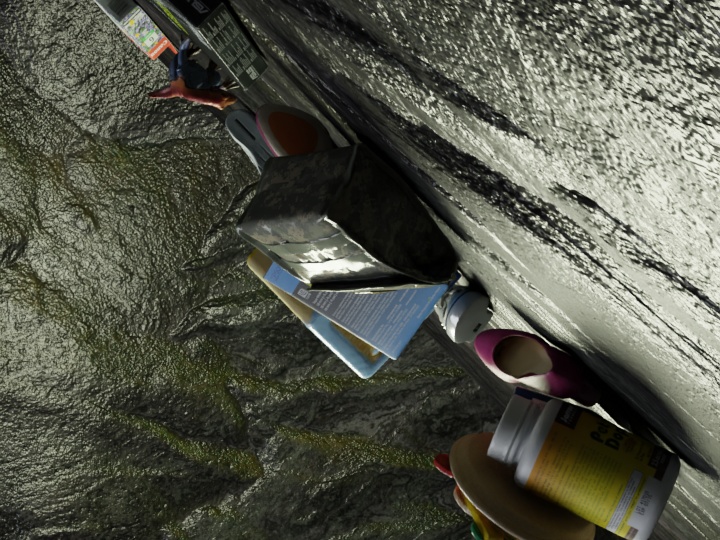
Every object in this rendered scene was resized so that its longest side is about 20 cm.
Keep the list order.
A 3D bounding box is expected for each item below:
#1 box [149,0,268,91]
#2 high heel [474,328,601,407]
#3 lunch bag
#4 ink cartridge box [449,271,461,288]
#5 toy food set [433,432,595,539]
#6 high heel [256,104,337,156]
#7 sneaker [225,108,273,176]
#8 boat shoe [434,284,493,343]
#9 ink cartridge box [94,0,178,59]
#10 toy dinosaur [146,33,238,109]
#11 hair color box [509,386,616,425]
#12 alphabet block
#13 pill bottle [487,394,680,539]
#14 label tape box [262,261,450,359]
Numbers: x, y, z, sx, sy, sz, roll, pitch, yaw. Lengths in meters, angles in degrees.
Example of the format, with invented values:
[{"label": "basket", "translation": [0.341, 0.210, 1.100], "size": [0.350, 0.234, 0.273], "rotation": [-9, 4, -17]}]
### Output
[{"label": "box", "translation": [-0.203, -0.305, 1.596], "size": [0.193, 0.048, 0.200], "rotation": [46, 179, 15]}, {"label": "high heel", "translation": [0.186, 0.101, 1.668], "size": [0.096, 0.067, 0.200], "rotation": [33, -179, -42]}, {"label": "lunch bag", "translation": [-0.008, -0.037, 1.576], "size": [0.164, 0.118, 0.200], "rotation": [-3, 146, 48]}, {"label": "ink cartridge box", "translation": [0.028, -0.042, 1.886], "size": [0.200, 0.076, 0.136], "rotation": [43, 176, -11]}, {"label": "toy food set", "translation": [0.181, 0.258, 1.653], "size": [0.197, 0.049, 0.200], "rotation": [17, -153, -28]}, {"label": "high heel", "translation": [-0.044, -0.123, 1.686], "size": [0.200, 0.067, 0.096], "rotation": [33, 172, -9]}, {"label": "sneaker", "translation": [-0.155, -0.202, 2.496], "size": [0.200, 0.073, 0.071], "rotation": [53, -171, 15]}, {"label": "boat shoe", "translation": [0.130, 0.049, 1.885], "size": [0.066, 0.072, 0.200], "rotation": [39, -175, 13]}, {"label": "ink cartridge box", "translation": [-0.413, -0.450, 2.656], "size": [0.109, 0.050, 0.200], "rotation": [43, 177, 30]}, {"label": "toy dinosaur", "translation": [-0.201, -0.229, 1.802], "size": [0.105, 0.200, 0.182], "rotation": [29, -147, -13]}, {"label": "hair color box", "translation": [0.249, 0.196, 1.773], "size": [0.100, 0.061, 0.200], "rotation": [17, 175, 21]}, {"label": "alphabet block", "translation": [-0.021, 0.011, 2.224], "size": [0.200, 0.196, 0.195], "rotation": [42, 176, 43]}, {"label": "pill bottle", "translation": [0.247, 0.215, 1.598], "size": [0.199, 0.110, 0.109], "rotation": [25, 174, 10]}, {"label": "label tape box", "translation": [0.000, 0.000, 1.793], "size": [0.200, 0.144, 0.063], "rotation": [32, -145, -3]}]
